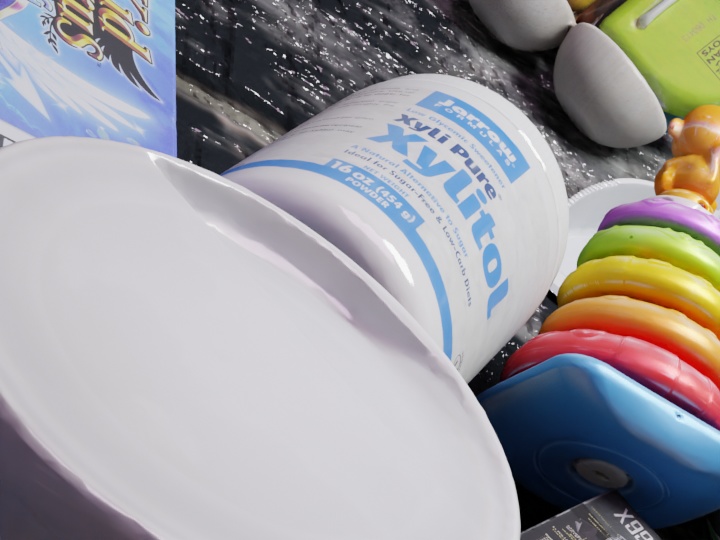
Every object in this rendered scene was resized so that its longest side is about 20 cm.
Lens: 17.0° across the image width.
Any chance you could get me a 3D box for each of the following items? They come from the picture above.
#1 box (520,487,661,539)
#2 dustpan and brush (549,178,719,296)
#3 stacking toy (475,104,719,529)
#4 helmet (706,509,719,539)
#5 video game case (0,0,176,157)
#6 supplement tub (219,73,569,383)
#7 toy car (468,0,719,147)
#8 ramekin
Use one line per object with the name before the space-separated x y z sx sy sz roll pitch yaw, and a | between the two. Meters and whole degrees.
box | 0.119 0.188 0.955 0.200 0.050 0.157 48 28 16
dustpan and brush | 0.178 -0.015 1.325 0.139 0.057 0.200 39 27 0
stacking toy | 0.135 0.007 1.093 0.116 0.110 0.201 29 61 -17
helmet | 0.250 0.092 1.110 0.190 0.201 0.200 10 7 38
video game case | -0.150 -0.083 0.851 0.181 0.045 0.200 28 29 -22
supplement tub | 0.000 0.000 1.004 0.132 0.132 0.200 41 28 4
toy car | 0.172 -0.163 1.474 0.200 0.175 0.150 49 -8 20
ramekin | -0.058 0.060 0.722 0.202 0.094 0.203 28 28 -17
